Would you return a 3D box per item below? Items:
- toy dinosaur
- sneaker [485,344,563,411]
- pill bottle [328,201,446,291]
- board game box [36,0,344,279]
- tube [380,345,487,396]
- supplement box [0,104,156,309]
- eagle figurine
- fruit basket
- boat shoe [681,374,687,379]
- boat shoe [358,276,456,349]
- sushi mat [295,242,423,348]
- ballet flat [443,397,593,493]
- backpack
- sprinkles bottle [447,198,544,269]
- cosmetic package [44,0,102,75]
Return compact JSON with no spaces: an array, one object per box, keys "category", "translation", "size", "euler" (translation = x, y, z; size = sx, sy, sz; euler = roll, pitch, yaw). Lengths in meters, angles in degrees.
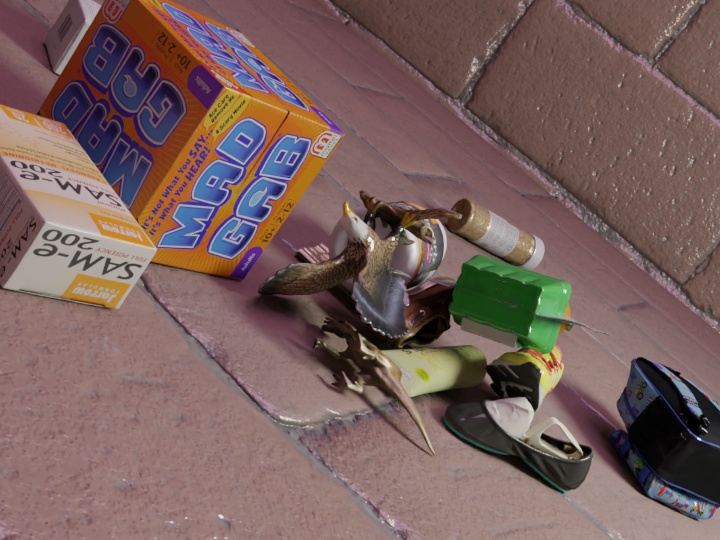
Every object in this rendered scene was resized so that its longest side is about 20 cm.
[{"category":"toy dinosaur","translation":[0.015,0.102,1.251],"size":[0.101,0.058,0.200],"euler":[18,25,-52]},{"category":"sneaker","translation":[0.207,0.118,1.444],"size":[0.078,0.090,0.200],"euler":[46,-5,9]},{"category":"pill bottle","translation":[0.042,-0.030,1.522],"size":[0.116,0.117,0.200],"euler":[40,16,11]},{"category":"board game box","translation":[-0.183,-0.140,1.240],"size":[0.200,0.201,0.199],"euler":[46,18,30]},{"category":"tube","translation":[0.082,0.115,1.379],"size":[0.058,0.052,0.199],"euler":[-6,-5,33]},{"category":"supplement box","translation":[-0.283,-0.063,1.044],"size":[0.126,0.074,0.200],"euler":[15,28,-52]},{"category":"eagle figurine","translation":[-0.004,-0.005,1.309],"size":[0.151,0.151,0.201],"euler":[43,54,-16]},{"category":"fruit basket","translation":[0.193,0.050,1.440],"size":[0.184,0.094,0.200],"euler":[18,-4,26]},{"category":"boat shoe","translation":[0.517,0.216,1.968],"size":[0.075,0.074,0.200],"euler":[37,16,1]},{"category":"boat shoe","translation":[0.074,0.059,1.448],"size":[0.068,0.072,0.199],"euler":[48,31,20]},{"category":"sushi mat","translation":[0.008,0.032,1.509],"size":[0.200,0.012,0.096],"euler":[40,17,9]},{"category":"ballet flat","translation":[0.187,0.185,1.365],"size":[0.199,0.069,0.068],"euler":[29,19,-25]},{"category":"backpack","translation":[0.433,0.222,1.662],"size":[0.182,0.135,0.200],"euler":[25,20,-34]},{"category":"sprinkles bottle","translation":[0.251,-0.065,2.195],"size":[0.199,0.068,0.068],"euler":[26,19,-34]},{"category":"cosmetic package","translation":[-0.300,-0.268,1.559],"size":[0.199,0.085,0.108],"euler":[27,19,-33]}]
